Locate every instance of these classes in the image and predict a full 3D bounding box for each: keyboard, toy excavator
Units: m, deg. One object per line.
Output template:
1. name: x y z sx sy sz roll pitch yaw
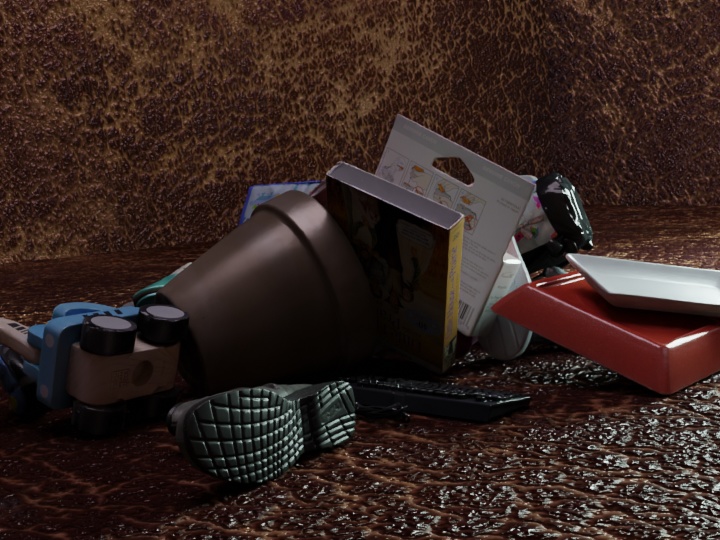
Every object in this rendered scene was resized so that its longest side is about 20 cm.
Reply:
1. keyboard: 0.042 0.115 0.973 0.200 0.021 0.127 1 7 42
2. toy excavator: -0.288 0.071 0.990 0.200 0.100 0.194 19 16 34

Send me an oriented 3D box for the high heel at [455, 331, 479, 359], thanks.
1. high heel: 0.044 0.065 1.225 0.200 0.068 0.096 -2 9 41

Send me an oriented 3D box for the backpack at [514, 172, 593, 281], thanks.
1. backpack: 0.170 -0.044 1.300 0.200 0.127 0.167 -20 -10 17

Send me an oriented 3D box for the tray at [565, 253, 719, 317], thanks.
1. tray: 0.314 0.020 1.088 0.199 0.022 0.107 6 21 -18

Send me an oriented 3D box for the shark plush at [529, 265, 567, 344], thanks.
1. shark plush: 0.274 0.071 1.206 0.199 0.091 0.083 17 27 1

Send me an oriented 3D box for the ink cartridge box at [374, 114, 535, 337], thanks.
1. ink cartridge box: 0.087 -0.050 1.155 0.200 0.174 0.044 33 17 34

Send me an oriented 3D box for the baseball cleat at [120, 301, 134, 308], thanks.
1. baseball cleat: -0.238 0.067 1.354 0.106 0.070 0.200 -2 7 17

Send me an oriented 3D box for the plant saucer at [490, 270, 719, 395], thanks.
1. plant saucer: 0.265 0.047 1.070 0.200 0.037 0.199 28 25 35

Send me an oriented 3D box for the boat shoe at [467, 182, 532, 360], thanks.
1. boat shoe: 0.155 0.001 1.185 0.072 0.201 0.071 -9 -13 15

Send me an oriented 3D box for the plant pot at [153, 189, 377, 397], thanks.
1. plant pot: -0.107 0.040 1.092 0.173 0.200 0.200 -25 15 -26

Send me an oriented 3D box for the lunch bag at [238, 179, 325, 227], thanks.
1. lunch bag: -0.078 -0.022 1.470 0.170 0.201 0.127 -1 7 34

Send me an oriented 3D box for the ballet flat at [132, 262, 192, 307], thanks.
1. ballet flat: -0.190 0.026 1.329 0.200 0.071 0.067 4 -41 -28

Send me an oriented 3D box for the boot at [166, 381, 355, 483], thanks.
1. boot: -0.105 0.124 0.840 0.130 0.068 0.200 -6 -3 32

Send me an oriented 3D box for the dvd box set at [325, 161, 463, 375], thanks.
1. dvd box set: 0.032 0.001 1.072 0.146 0.200 0.029 27 50 26

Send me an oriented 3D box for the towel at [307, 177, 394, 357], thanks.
1. towel: 0.000 0.000 1.155 0.030 0.200 0.146 -37 1 -34

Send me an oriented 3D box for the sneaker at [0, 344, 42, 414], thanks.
1. sneaker: -0.316 0.094 1.101 0.083 0.071 0.200 -21 2 5
